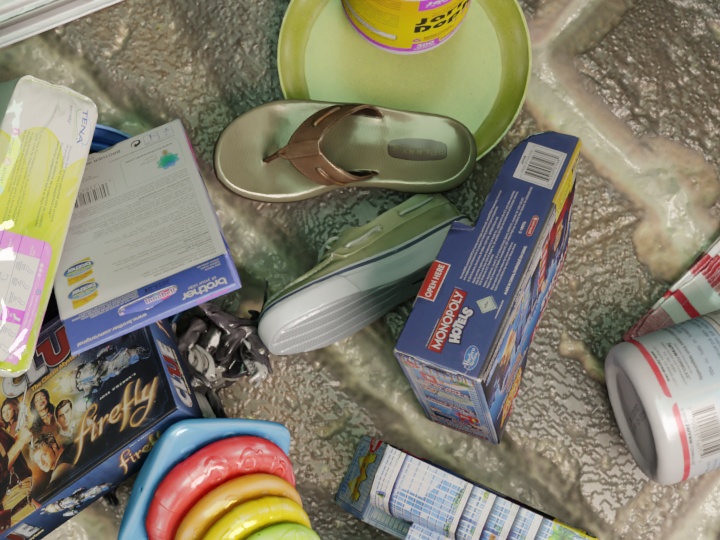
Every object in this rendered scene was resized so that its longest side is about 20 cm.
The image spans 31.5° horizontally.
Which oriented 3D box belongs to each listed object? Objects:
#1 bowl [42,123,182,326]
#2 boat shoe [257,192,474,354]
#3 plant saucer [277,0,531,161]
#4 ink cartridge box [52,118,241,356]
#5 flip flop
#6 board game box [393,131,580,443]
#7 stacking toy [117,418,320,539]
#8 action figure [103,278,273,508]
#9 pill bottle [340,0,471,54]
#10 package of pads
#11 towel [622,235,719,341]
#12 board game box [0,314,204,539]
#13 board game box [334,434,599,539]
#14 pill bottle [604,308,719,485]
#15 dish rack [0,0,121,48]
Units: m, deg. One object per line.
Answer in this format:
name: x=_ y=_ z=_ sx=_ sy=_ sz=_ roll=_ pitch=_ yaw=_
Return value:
bowl: x=-0.223 y=-0.013 z=0.984 sx=0.200 sy=0.039 sz=0.201 roll=0 pitch=83 yaw=-1
boat shoe: x=0.000 y=0.000 z=0.957 sx=0.200 sy=0.072 sz=0.062 roll=-25 pitch=65 yaw=-31
plant saucer: x=0.034 y=-0.166 z=1.010 sx=0.199 sy=0.031 sz=0.201 roll=0 pitch=84 yaw=-1
ink cartridge box: x=-0.156 y=-0.020 z=0.888 sx=0.119 sy=0.042 sz=0.200 roll=-23 pitch=41 yaw=-3
flip flop: x=-0.011 y=-0.091 z=0.956 sx=0.199 sy=0.058 sz=0.081 roll=2 pitch=84 yaw=0
board game box: x=0.093 y=0.031 z=0.918 sx=0.062 sy=0.200 sz=0.200 roll=19 pitch=62 yaw=15
stacking toy: x=-0.059 y=0.191 z=0.809 sx=0.200 sy=0.110 sz=0.116 roll=44 pitch=116 yaw=44
action figure: x=-0.123 y=0.099 z=0.937 sx=0.200 sy=0.119 sz=0.102 roll=-39 pitch=55 yaw=2
pill bottle: x=0.036 y=-0.228 z=0.901 sx=0.104 sy=0.200 sz=0.105 roll=0 pitch=84 yaw=0
package of pads: x=-0.259 y=-0.032 z=0.887 sx=0.068 sy=0.154 sz=0.201 roll=18 pitch=82 yaw=-34
towel: x=0.323 y=0.032 z=0.997 sx=0.144 sy=0.023 sz=0.200 roll=44 pitch=84 yaw=3
board game box: x=-0.213 y=0.105 z=0.895 sx=0.200 sy=0.035 sz=0.136 roll=-36 pitch=51 yaw=10
board game box: x=0.069 y=0.179 z=0.911 sx=0.199 sy=0.200 sz=0.062 roll=22 pitch=82 yaw=16
pill bottle: x=0.288 y=0.076 z=0.925 sx=0.199 sy=0.109 sz=0.109 roll=-17 pitch=84 yaw=-5
dish rack: x=-0.281 y=-0.273 z=1.011 sx=0.199 sy=0.044 sz=0.172 roll=-22 pitch=83 yaw=-4
